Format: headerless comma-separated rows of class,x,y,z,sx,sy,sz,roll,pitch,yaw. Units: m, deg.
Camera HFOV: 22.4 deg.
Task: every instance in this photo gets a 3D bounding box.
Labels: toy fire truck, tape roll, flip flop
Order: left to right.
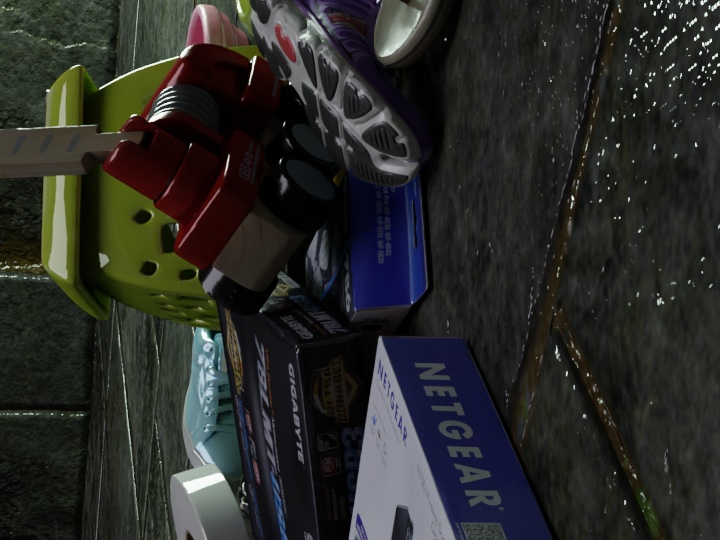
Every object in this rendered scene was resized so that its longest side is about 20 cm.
toy fire truck,-0.126,-0.077,1.138,0.129,0.199,0.176,-51,17,26
tape roll,-0.112,0.261,1.500,0.203,0.037,0.204,164,90,-75
flip flop,0.028,-0.203,0.993,0.201,0.057,0.081,104,162,-44

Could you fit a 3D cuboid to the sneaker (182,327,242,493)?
sneaker,-0.121,0.098,1.604,0.082,0.073,0.201,102,162,-49

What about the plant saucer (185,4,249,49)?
plant saucer,-0.140,-0.157,1.774,0.200,0.050,0.202,-178,90,-77

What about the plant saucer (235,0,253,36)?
plant saucer,-0.086,-0.295,1.592,0.200,0.031,0.202,-178,90,-78

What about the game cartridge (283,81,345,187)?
game cartridge,-0.024,-0.142,1.300,0.200,0.032,0.178,-177,88,-75

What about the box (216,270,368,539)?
box,-0.039,0.112,1.175,0.198,0.049,0.201,-140,41,-68

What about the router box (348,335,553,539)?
router box,0.039,0.159,0.924,0.200,0.048,0.181,-111,26,-61

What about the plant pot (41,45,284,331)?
plant pot,-0.152,-0.058,1.434,0.199,0.180,0.202,86,-175,-80

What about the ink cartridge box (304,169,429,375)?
ink cartridge box,0.000,0.000,1.148,0.200,0.039,0.100,121,149,-65

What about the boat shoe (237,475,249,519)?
boat shoe,-0.076,0.147,1.431,0.067,0.057,0.201,-109,24,-58

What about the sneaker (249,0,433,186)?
sneaker,-0.001,-0.131,1.100,0.081,0.083,0.200,83,161,-45
